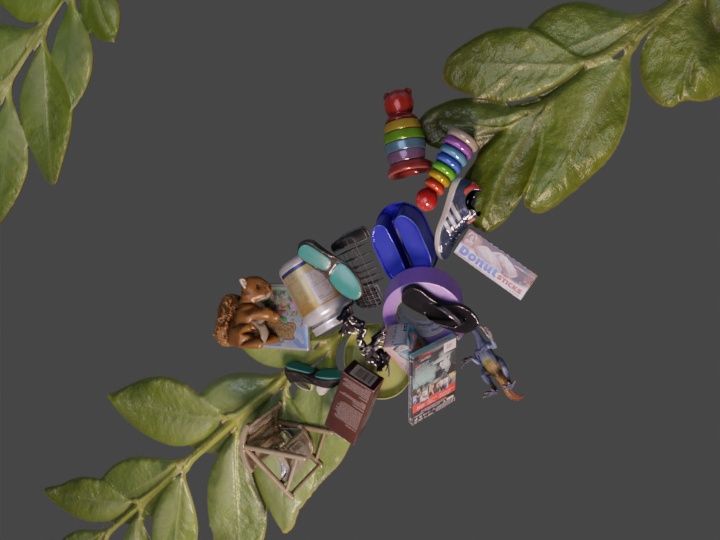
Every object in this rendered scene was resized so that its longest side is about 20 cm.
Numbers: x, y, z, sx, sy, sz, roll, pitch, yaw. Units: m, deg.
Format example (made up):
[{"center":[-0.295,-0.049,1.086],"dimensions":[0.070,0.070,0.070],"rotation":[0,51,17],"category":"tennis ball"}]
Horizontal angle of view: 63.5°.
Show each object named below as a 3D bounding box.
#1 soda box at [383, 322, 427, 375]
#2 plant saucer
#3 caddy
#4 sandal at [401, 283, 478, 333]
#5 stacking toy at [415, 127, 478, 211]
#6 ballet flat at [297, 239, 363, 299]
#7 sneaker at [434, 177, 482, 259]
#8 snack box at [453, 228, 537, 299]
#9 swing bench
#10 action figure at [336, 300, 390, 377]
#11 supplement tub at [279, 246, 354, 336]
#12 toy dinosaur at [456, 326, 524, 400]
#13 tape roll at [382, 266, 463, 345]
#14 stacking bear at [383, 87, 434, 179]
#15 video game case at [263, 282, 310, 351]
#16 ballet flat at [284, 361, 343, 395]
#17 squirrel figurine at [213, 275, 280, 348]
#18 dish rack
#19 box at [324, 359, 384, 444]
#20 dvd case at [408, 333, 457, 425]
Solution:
[{"center":[0.131,0.209,1.431],"dimensions":[0.067,0.200,0.065],"rotation":[-10,50,29],"category":"soda box"},{"center":[0.050,0.239,1.552],"dimensions":[0.195,0.031,0.206],"rotation":[3,98,22],"category":"plant saucer"},{"center":[0.111,-0.068,1.449],"dimensions":[0.139,0.105,0.203],"rotation":[-19,105,25],"category":"caddy"},{"center":[0.183,0.101,1.361],"dimensions":[0.196,0.043,0.077],"rotation":[23,126,-7],"category":"sandal"},{"center":[0.197,-0.232,1.385],"dimensions":[0.084,0.085,0.203],"rotation":[31,92,14],"category":"stacking toy"},{"center":[-0.068,-0.012,1.446],"dimensions":[0.199,0.069,0.068],"rotation":[41,110,-6],"category":"ballet flat"},{"center":[0.241,-0.118,1.406],"dimensions":[0.083,0.074,0.205],"rotation":[20,104,30],"category":"sneaker"},{"center":[0.328,-0.017,1.416],"dimensions":[0.198,0.024,0.073],"rotation":[37,107,14],"category":"snack box"},{"center":[-0.207,0.481,1.590],"dimensions":[0.196,0.198,0.133],"rotation":[23,104,17],"category":"swing bench"},{"center":[0.031,0.174,1.456],"dimensions":[0.101,0.119,0.200],"rotation":[-38,110,13],"category":"action figure"},{"center":[-0.113,0.055,1.532],"dimensions":[0.143,0.144,0.203],"rotation":[-30,86,21],"category":"supplement tub"},{"center":[0.301,0.220,1.432],"dimensions":[0.103,0.200,0.184],"rotation":[-28,47,11],"category":"toy dinosaur"},{"center":[0.154,0.092,1.427],"dimensions":[0.195,0.066,0.204],"rotation":[5,126,7],"category":"tape roll"},{"center":[0.105,-0.340,1.424],"dimensions":[0.119,0.113,0.205],"rotation":[-10,88,21],"category":"stacking bear"},{"center":[-0.234,0.130,1.653],"dimensions":[0.195,0.022,0.187],"rotation":[1,97,21],"category":"video game case"},{"center":[-0.123,0.302,1.613],"dimensions":[0.196,0.068,0.070],"rotation":[7,109,31],"category":"ballet flat"},{"center":[-0.322,0.112,1.606],"dimensions":[0.195,0.141,0.192],"rotation":[-2,89,19],"category":"squirrel figurine"},{"center":[0.000,0.000,1.496],"dimensions":[0.153,0.054,0.204],"rotation":[-15,100,63],"category":"dish rack"},{"center":[-0.017,0.350,1.543],"dimensions":[0.099,0.075,0.203],"rotation":[29,120,16],"category":"box"},{"center":[0.177,0.266,1.422],"dimensions":[0.022,0.144,0.204],"rotation":[32,134,46],"category":"dvd case"}]
